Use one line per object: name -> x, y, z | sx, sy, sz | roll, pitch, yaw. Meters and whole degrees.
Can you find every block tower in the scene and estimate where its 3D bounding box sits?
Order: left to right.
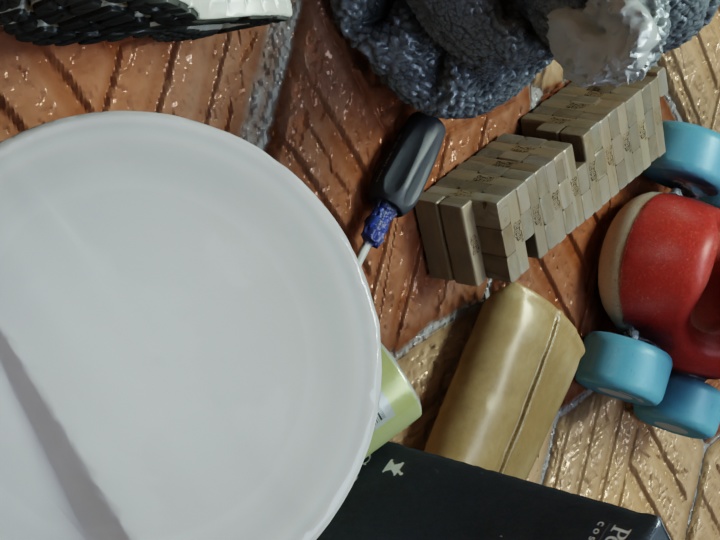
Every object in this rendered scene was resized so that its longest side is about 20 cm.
block tower -> 0.115, -0.061, 1.027 | 0.200, 0.054, 0.058 | -39, 128, -38

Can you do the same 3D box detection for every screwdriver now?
screwdriver -> 0.000, 0.000, 0.914 | 0.028, 0.029, 0.201 | 48, 57, -45

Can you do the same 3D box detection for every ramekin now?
ramekin -> -0.100, 0.042, 0.694 | 0.201, 0.094, 0.204 | 3, 81, -18

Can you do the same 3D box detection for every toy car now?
toy car -> 0.274, 0.021, 1.127 | 0.177, 0.199, 0.185 | 30, 76, -50

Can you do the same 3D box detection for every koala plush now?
koala plush -> 0.102, -0.157, 0.869 | 0.177, 0.199, 0.185 | -42, 129, -37

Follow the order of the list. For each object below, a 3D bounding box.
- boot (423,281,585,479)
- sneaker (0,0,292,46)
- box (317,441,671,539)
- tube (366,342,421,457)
boot -> 0.052, 0.095, 0.985 | 0.201, 0.066, 0.175 | -65, 149, -18
sneaker -> -0.097, -0.145, 0.721 | 0.200, 0.078, 0.090 | -19, 99, -68
box -> 0.023, 0.196, 0.757 | 0.200, 0.196, 0.124 | -54, 135, -27
tube -> -0.066, 0.101, 0.774 | 0.200, 0.058, 0.052 | -35, 120, -12
